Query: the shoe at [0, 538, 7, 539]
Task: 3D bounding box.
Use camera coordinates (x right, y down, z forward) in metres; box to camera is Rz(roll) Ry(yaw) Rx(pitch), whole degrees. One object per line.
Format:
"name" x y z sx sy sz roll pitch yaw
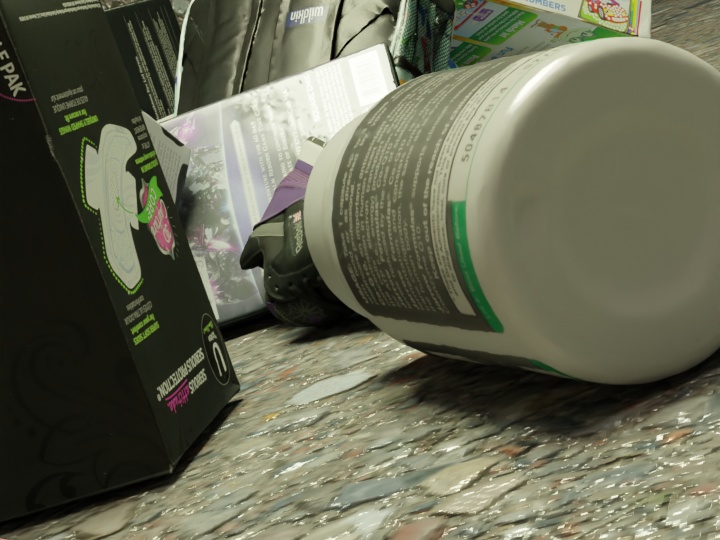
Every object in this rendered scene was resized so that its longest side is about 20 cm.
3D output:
"shoe" -0.168 0.114 0.430 0.200 0.072 0.091 -20 3 -32

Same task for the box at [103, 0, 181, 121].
"box" -0.166 -0.087 1.271 0.079 0.200 0.141 -16 8 20

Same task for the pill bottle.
"pill bottle" 0.054 -0.021 0.648 0.113 0.113 0.200 -22 9 -19

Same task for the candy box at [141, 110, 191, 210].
"candy box" -0.216 -0.072 0.933 0.167 0.072 0.200 -1 -21 29

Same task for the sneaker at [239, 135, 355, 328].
"sneaker" 0.000 0.000 0.867 0.088 0.076 0.200 -52 23 -3

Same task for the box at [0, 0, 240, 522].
"box" -0.160 -0.005 0.732 0.148 0.200 0.124 -18 7 13

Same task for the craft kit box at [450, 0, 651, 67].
"craft kit box" 0.069 -0.166 1.242 0.197 0.049 0.200 14 -20 -22

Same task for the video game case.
"video game case" -0.062 -0.037 0.987 0.200 0.143 0.019 -19 -30 9

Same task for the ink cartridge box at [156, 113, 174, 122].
"ink cartridge box" -0.098 -0.056 1.207 0.067 0.117 0.200 -13 10 35

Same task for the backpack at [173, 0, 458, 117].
"backpack" -0.030 -0.090 1.095 0.177 0.151 0.200 -11 51 28
